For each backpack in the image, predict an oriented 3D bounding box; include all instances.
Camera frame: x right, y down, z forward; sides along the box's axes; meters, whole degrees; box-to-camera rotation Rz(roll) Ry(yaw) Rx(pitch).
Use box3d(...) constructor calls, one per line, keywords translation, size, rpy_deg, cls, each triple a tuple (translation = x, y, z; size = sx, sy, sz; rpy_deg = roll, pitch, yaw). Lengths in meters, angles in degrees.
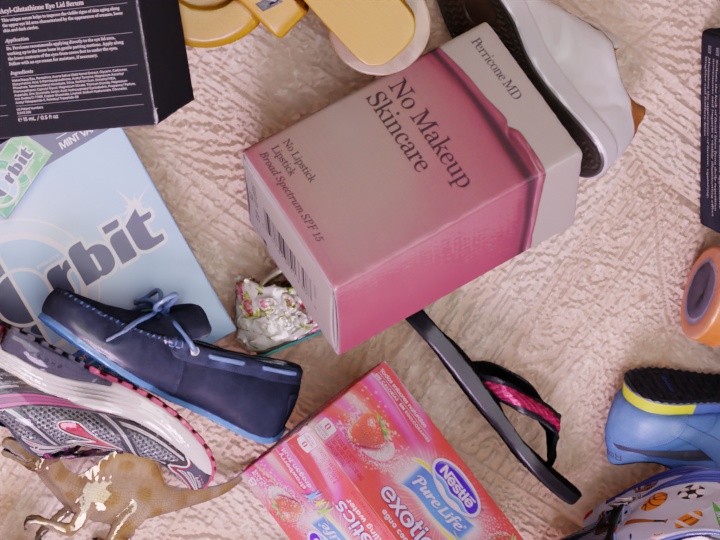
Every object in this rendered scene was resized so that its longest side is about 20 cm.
box3d(translation=(0.244, 0.236, 1.749), size=(0.190, 0.154, 0.200), rpy_deg=(-30, 117, 37), cls="backpack")

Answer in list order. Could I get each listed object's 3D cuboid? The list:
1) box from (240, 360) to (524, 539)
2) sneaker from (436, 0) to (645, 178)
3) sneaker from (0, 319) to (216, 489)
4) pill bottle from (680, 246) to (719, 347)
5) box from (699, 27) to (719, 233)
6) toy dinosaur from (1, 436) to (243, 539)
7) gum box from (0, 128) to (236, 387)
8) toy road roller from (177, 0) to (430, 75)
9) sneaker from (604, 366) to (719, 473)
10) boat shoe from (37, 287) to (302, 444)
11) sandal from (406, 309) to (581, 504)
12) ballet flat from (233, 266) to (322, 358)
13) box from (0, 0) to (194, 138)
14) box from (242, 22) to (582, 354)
box3d(translation=(0.025, 0.181, 1.693), size=(0.200, 0.103, 0.095), rpy_deg=(52, 48, 1), cls="box")
box3d(translation=(0.129, -0.166, 1.716), size=(0.085, 0.073, 0.200), rpy_deg=(-44, 103, -33), cls="sneaker")
box3d(translation=(-0.190, 0.101, 1.631), size=(0.199, 0.081, 0.075), rpy_deg=(27, 85, -16), cls="sneaker")
box3d(translation=(0.339, 0.042, 1.775), size=(0.199, 0.106, 0.107), rpy_deg=(15, 98, -15), cls="pill bottle")
box3d(translation=(0.323, -0.090, 1.695), size=(0.106, 0.200, 0.149), rpy_deg=(-4, 103, -12), cls="box")
box3d(translation=(-0.165, 0.168, 1.697), size=(0.199, 0.058, 0.101), rpy_deg=(12, 116, -32), cls="toy dinosaur")
box3d(translation=(-0.208, -0.003, 1.672), size=(0.169, 0.045, 0.201), rpy_deg=(-31, 108, -5), cls="gum box")
box3d(translation=(-0.061, -0.194, 1.632), size=(0.146, 0.123, 0.200), rpy_deg=(-43, 102, 11), cls="toy road roller")
box3d(translation=(0.278, 0.124, 1.806), size=(0.199, 0.066, 0.079), rpy_deg=(6, 115, -15), cls="sneaker")
box3d(translation=(-0.129, 0.050, 1.648), size=(0.200, 0.084, 0.069), rpy_deg=(28, 91, -35), cls="boat shoe")
box3d(translation=(0.107, 0.092, 1.750), size=(0.045, 0.075, 0.200), rpy_deg=(-39, 104, -2), cls="sandal")
box3d(translation=(0.000, 0.000, 1.708), size=(0.199, 0.076, 0.064), rpy_deg=(-22, 97, -10), cls="ballet flat")
box3d(translation=(-0.222, -0.163, 1.577), size=(0.199, 0.079, 0.142), rpy_deg=(-4, 107, 18), cls="box")
box3d(translation=(0.035, -0.056, 1.646), size=(0.199, 0.109, 0.128), rpy_deg=(-29, 67, -13), cls="box")
